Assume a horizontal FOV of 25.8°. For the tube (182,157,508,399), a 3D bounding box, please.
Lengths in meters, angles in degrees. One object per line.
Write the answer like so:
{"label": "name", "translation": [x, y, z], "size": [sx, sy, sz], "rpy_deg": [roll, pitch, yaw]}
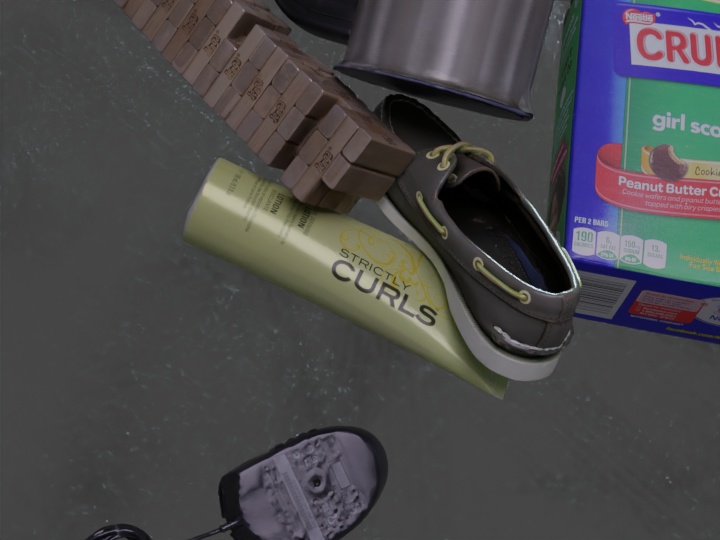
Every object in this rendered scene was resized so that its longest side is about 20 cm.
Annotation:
{"label": "tube", "translation": [0.000, 0.000, 0.877], "size": [0.198, 0.052, 0.059], "rpy_deg": [26, 91, -2]}

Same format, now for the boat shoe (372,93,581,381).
{"label": "boat shoe", "translation": [0.061, -0.033, 0.870], "size": [0.071, 0.061, 0.203], "rpy_deg": [-6, 49, -30]}

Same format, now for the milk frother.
{"label": "milk frother", "translation": [0.063, -0.192, 0.929], "size": [0.179, 0.199, 0.191], "rpy_deg": [18, 94, 35]}

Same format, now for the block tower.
{"label": "block tower", "translation": [-0.060, -0.113, 0.886], "size": [0.200, 0.058, 0.054], "rpy_deg": [47, 106, 25]}

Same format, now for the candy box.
{"label": "candy box", "translation": [0.197, -0.066, 0.923], "size": [0.167, 0.077, 0.202], "rpy_deg": [10, 62, -4]}

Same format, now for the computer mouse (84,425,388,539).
{"label": "computer mouse", "translation": [-0.076, 0.136, 0.813], "size": [0.198, 0.034, 0.059], "rpy_deg": [-23, 87, -13]}
